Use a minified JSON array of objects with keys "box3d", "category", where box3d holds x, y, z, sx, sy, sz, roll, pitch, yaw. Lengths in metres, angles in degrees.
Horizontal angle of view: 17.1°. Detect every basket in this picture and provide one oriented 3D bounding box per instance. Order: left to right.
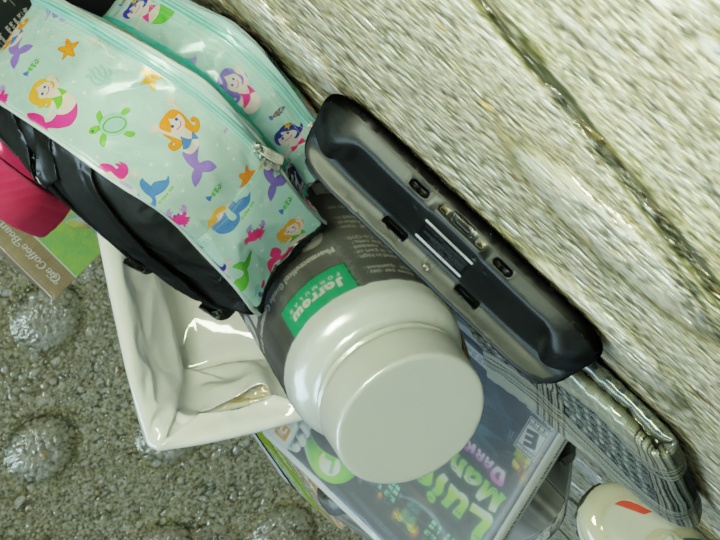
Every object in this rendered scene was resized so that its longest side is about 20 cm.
[{"box3d":[-0.102,0.003,1.617,0.123,0.135,0.201,-126,24,-77],"category":"basket"}]

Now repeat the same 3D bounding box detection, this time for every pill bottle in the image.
[{"box3d":[-0.007,0.031,1.456,0.113,0.113,0.200,48,-175,-41],"category":"pill bottle"}]

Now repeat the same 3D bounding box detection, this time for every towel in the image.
[{"box3d":[0.118,0.070,1.427,0.200,0.035,0.193,43,176,20],"category":"towel"}]

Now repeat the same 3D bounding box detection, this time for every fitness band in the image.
[{"box3d":[-0.244,-0.080,1.481,0.144,0.037,0.200,41,-179,6],"category":"fitness band"}]

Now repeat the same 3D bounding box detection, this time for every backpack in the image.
[{"box3d":[-0.119,-0.081,1.385,0.177,0.151,0.200,32,177,38],"category":"backpack"}]

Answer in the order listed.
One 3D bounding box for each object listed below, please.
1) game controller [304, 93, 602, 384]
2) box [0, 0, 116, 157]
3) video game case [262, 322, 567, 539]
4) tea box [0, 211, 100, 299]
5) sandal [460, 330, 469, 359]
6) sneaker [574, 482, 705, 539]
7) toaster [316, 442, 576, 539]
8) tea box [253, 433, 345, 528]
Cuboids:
[{"box3d":[0.049,-0.017,1.288,0.200,0.042,0.104,43,161,1],"category":"game controller"},{"box3d":[-0.214,-0.178,1.398,0.079,0.141,0.200,44,176,30],"category":"box"},{"box3d":[0.038,0.105,1.655,0.200,0.182,0.023,41,-150,23],"category":"video game case"},{"box3d":[-0.232,-0.103,1.870,0.134,0.197,0.200,45,175,-18],"category":"tea box"},{"box3d":[0.000,0.000,1.596,0.200,0.054,0.080,53,172,20],"category":"sandal"},{"box3d":[0.234,0.211,1.606,0.200,0.070,0.093,46,158,-2],"category":"sneaker"},{"box3d":[0.062,0.148,1.756,0.129,0.200,0.114,40,-140,-29],"category":"toaster"},{"box3d":[-0.041,0.070,1.906,0.200,0.133,0.197,56,171,-15],"category":"tea box"}]
